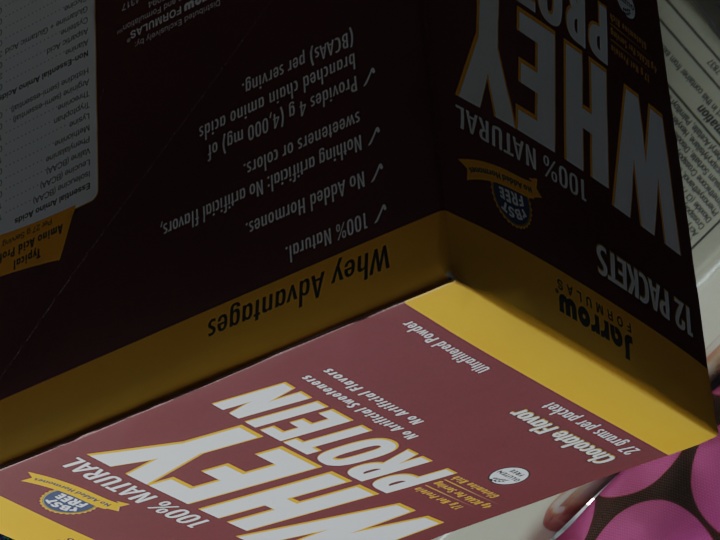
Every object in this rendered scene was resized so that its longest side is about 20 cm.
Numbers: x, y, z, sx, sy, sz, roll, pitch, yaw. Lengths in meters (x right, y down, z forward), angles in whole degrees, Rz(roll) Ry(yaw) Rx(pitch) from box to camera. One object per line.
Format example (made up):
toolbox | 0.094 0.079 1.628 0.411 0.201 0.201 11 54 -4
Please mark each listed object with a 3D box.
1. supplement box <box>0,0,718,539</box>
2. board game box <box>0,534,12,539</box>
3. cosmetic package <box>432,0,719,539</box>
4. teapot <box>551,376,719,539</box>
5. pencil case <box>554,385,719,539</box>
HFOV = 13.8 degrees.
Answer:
supplement box | -0.019 -0.029 0.897 0.197 0.201 0.133 -23 146 31
board game box | -0.231 0.131 1.213 0.199 0.152 0.045 11 112 -24
cosmetic package | 0.068 0.003 0.978 0.200 0.104 0.087 -44 156 16
teapot | 0.128 0.050 1.127 0.197 0.146 0.200 32 168 2
pencil case | 0.151 0.069 0.975 0.200 0.094 0.091 -44 145 13
